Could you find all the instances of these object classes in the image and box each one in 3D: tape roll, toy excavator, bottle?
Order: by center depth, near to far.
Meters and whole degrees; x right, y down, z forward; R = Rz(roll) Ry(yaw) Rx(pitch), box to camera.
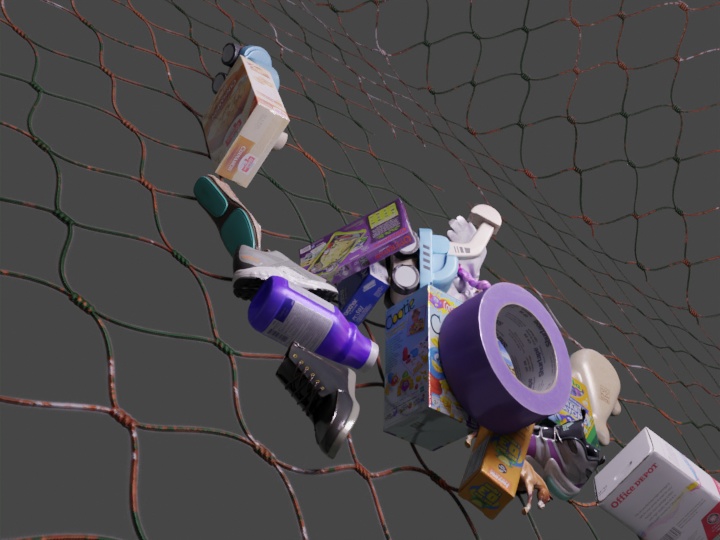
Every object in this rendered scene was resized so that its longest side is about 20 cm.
[{"bbox_3d":[-0.064,0.084,1.355,0.198,0.084,0.066,29,22,-23],"label":"bottle"},{"bbox_3d":[0.212,0.127,1.362,0.198,0.085,0.203,24,49,-32],"label":"tape roll"},{"bbox_3d":[0.143,-0.022,1.601,0.195,0.100,0.198,5,63,-6],"label":"toy excavator"},{"bbox_3d":[-0.211,-0.359,1.929,0.198,0.198,0.099,19,3,42],"label":"toy excavator"}]

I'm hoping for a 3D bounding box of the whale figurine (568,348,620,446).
[{"bbox_3d":[0.454,0.260,1.888,0.157,0.103,0.203,30,47,-25],"label":"whale figurine"}]

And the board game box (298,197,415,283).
[{"bbox_3d":[-0.009,-0.040,1.552,0.033,0.197,0.121,59,10,-26],"label":"board game box"}]

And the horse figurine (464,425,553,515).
[{"bbox_3d":[0.219,0.297,1.453,0.200,0.050,0.132,47,29,11],"label":"horse figurine"}]

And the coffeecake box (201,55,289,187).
[{"bbox_3d":[-0.215,-0.276,1.723,0.072,0.154,0.201,23,26,-31],"label":"coffeecake box"}]

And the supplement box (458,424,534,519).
[{"bbox_3d":[0.205,0.264,1.376,0.066,0.069,0.201,36,38,-3],"label":"supplement box"}]

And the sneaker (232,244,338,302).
[{"bbox_3d":[-0.110,0.010,1.419,0.198,0.074,0.081,19,46,-42],"label":"sneaker"}]

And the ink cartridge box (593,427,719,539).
[{"bbox_3d":[0.530,0.396,1.638,0.199,0.148,0.086,37,21,-6],"label":"ink cartridge box"}]

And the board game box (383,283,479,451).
[{"bbox_3d":[0.104,0.144,1.387,0.102,0.104,0.203,26,50,-30],"label":"board game box"}]

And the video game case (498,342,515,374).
[{"bbox_3d":[0.307,0.223,1.753,0.180,0.046,0.201,36,21,-6],"label":"video game case"}]

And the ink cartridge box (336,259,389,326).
[{"bbox_3d":[0.000,0.000,1.616,0.044,0.095,0.201,30,23,-19],"label":"ink cartridge box"}]

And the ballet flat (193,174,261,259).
[{"bbox_3d":[-0.196,-0.080,1.492,0.067,0.068,0.201,22,28,-53],"label":"ballet flat"}]

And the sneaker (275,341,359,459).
[{"bbox_3d":[-0.064,0.168,1.223,0.105,0.076,0.200,30,13,-11],"label":"sneaker"}]

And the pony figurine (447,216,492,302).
[{"bbox_3d":[0.183,0.025,1.737,0.193,0.199,0.168,42,64,-17],"label":"pony figurine"}]

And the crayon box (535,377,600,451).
[{"bbox_3d":[0.351,0.235,1.670,0.124,0.052,0.201,32,29,-16],"label":"crayon box"}]

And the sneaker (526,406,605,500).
[{"bbox_3d":[0.312,0.267,1.536,0.199,0.141,0.078,37,21,-7],"label":"sneaker"}]
